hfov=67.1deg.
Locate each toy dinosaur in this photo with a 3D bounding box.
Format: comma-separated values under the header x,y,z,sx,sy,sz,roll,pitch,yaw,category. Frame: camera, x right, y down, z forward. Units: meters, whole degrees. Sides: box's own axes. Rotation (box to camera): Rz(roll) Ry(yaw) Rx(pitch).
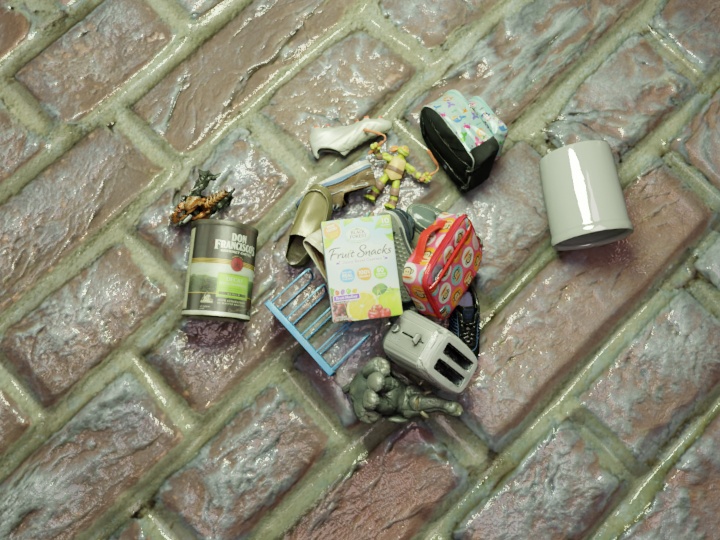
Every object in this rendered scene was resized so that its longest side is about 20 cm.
x,y,z,sx,sy,sz,roll,pitch,yaw,category
-0.349,-0.144,1.207,0.199,0.103,0.136,8,48,30,toy dinosaur

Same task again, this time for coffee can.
x,y,z,sx,sy,sz,roll,pitch,yaw,category
-0.304,0.005,1.180,0.145,0.146,0.202,3,80,0,coffee can

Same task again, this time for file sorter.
x,y,z,sx,sy,sz,roll,pitch,yaw,category
-0.087,0.111,1.166,0.123,0.139,0.200,-43,83,-8,file sorter

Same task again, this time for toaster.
x,y,z,sx,sy,sz,roll,pitch,yaw,category
0.149,0.174,1.114,0.200,0.129,0.114,42,79,-35,toaster

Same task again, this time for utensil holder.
x,y,z,sx,sy,sz,roll,pitch,yaw,category
0.494,-0.162,1.208,0.169,0.170,0.202,-7,77,-2,utensil holder

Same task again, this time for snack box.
x,y,z,sx,sy,sz,roll,pitch,yaw,category
0.001,-0.002,1.088,0.141,0.053,0.202,-6,86,-6,snack box

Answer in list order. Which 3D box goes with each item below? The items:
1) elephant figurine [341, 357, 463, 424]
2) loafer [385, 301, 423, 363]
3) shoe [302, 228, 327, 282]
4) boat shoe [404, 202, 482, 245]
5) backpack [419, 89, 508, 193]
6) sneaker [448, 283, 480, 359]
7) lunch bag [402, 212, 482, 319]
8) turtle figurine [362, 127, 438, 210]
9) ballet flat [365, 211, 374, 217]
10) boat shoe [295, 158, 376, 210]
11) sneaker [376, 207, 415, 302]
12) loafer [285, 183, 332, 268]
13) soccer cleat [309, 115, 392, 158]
x,y,z,sx,sy,sz,roll,pitch,yaw,category
0.086,0.274,1.151,0.199,0.155,0.142,18,116,-23,elephant figurine
0.099,0.108,1.202,0.070,0.068,0.202,11,83,-9,loafer
-0.057,0.008,1.152,0.070,0.053,0.201,-32,88,39,shoe
0.193,-0.101,1.245,0.199,0.062,0.073,32,81,5,boat shoe
0.225,-0.303,1.226,0.150,0.178,0.200,-38,72,-10,backpack
0.229,0.122,1.197,0.070,0.078,0.202,-4,79,-1,sneaker
0.168,-0.020,1.122,0.082,0.177,0.201,13,58,40,lunch bag
0.069,-0.231,1.265,0.199,0.064,0.162,26,90,-11,turtle figurine
-0.001,-0.035,1.234,0.067,0.068,0.201,30,91,1,ballet flat
-0.057,-0.176,1.233,0.199,0.072,0.073,-28,91,19,boat shoe
0.093,-0.041,1.203,0.076,0.146,0.204,-11,99,15,sneaker
-0.115,-0.092,1.204,0.076,0.067,0.201,18,106,1,loafer
-0.021,-0.311,1.283,0.198,0.069,0.078,-8,85,5,soccer cleat
